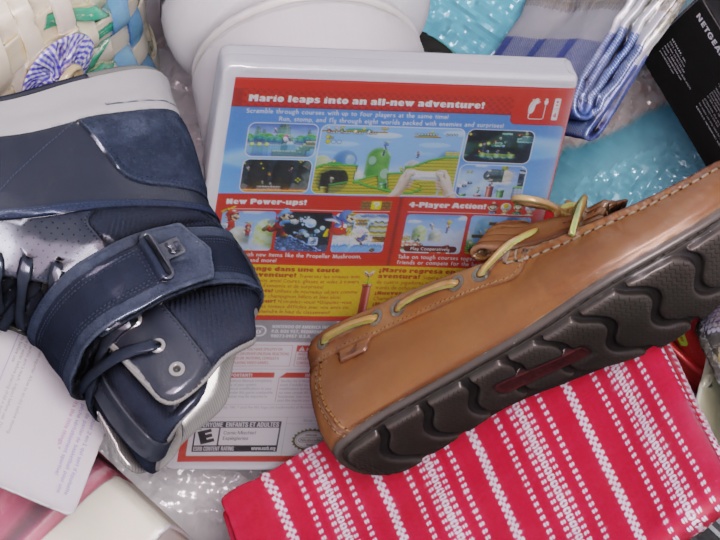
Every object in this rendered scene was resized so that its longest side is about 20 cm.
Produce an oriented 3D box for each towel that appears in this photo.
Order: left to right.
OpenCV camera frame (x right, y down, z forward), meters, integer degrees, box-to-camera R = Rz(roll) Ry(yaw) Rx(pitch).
[{"bbox_3d":[0.042,0.091,1.062,0.200,0.022,0.145,-33,44,12],"label":"towel"},{"bbox_3d":[0.118,-0.145,1.132,0.024,0.147,0.200,35,85,-19],"label":"towel"}]

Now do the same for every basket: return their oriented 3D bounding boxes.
[{"bbox_3d":[-0.189,-0.098,1.123,0.199,0.176,0.140,-25,69,-9],"label":"basket"}]

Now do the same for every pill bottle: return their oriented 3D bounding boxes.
[{"bbox_3d":[-0.032,-0.142,1.123,0.113,0.114,0.201,-11,60,1],"label":"pill bottle"}]

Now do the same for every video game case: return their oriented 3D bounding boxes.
[{"bbox_3d":[0.000,0.000,1.087,0.142,0.201,0.017,1,36,-14],"label":"video game case"}]

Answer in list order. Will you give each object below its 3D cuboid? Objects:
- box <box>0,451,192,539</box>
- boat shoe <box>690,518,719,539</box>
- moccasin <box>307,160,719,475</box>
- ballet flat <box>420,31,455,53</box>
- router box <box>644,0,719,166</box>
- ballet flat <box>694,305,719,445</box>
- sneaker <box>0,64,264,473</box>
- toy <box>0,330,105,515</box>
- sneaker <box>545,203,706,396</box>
[{"bbox_3d":[-0.178,0.085,1.113,0.200,0.128,0.109,41,83,8],"label":"box"},{"bbox_3d":[0.134,0.114,1.091,0.200,0.069,0.057,42,87,17],"label":"boat shoe"},{"bbox_3d":[0.068,0.007,1.044,0.201,0.074,0.078,-31,58,24],"label":"moccasin"},{"bbox_3d":[-0.008,-0.014,1.144,0.068,0.068,0.201,13,79,46],"label":"ballet flat"},{"bbox_3d":[0.231,-0.039,1.112,0.157,0.052,0.201,-23,78,-35],"label":"router box"},{"bbox_3d":[0.165,0.096,1.028,0.072,0.072,0.201,-10,66,2],"label":"ballet flat"},{"bbox_3d":[-0.132,0.014,0.980,0.202,0.077,0.147,-18,70,-25],"label":"sneaker"},{"bbox_3d":[-0.187,0.013,1.034,0.199,0.047,0.116,23,63,-7],"label":"toy"},{"bbox_3d":[0.127,0.014,1.130,0.199,0.085,0.077,15,80,5],"label":"sneaker"}]
